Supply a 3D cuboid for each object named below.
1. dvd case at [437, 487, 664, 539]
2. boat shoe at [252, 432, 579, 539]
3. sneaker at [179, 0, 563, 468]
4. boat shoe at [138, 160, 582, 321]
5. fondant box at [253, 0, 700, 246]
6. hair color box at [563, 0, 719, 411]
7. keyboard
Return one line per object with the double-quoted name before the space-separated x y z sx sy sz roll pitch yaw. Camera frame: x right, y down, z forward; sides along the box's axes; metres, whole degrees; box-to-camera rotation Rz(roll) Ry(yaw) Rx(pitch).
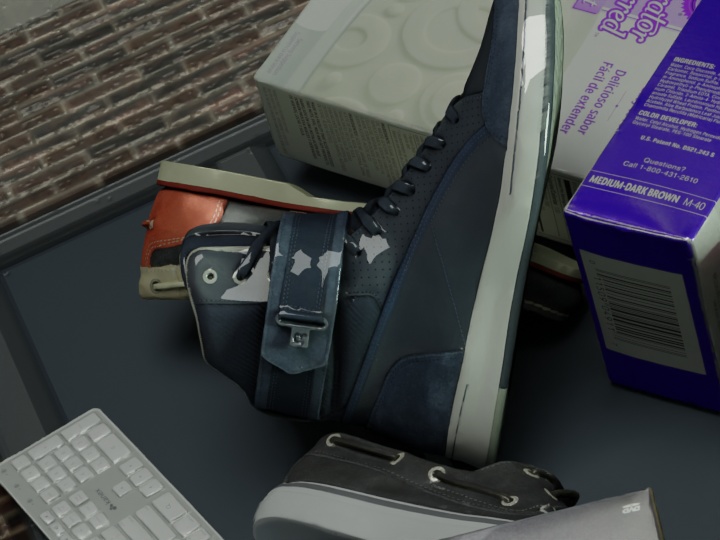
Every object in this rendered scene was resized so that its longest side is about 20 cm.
"dvd case" 0.053 0.185 1.046 0.148 0.016 0.201 -14 59 6
"boat shoe" 0.053 0.104 1.159 0.199 0.070 0.066 8 52 35
"sneaker" 0.004 -0.030 1.197 0.146 0.203 0.077 12 9 6
"boat shoe" 0.000 0.000 1.274 0.199 0.071 0.063 11 88 11
"fondant box" 0.074 -0.094 1.326 0.199 0.058 0.144 18 57 26
"hair color box" 0.165 -0.052 1.234 0.065 0.109 0.200 14 54 29
"keyboard" -0.083 0.124 1.220 0.056 0.011 0.200 -35 47 -15
